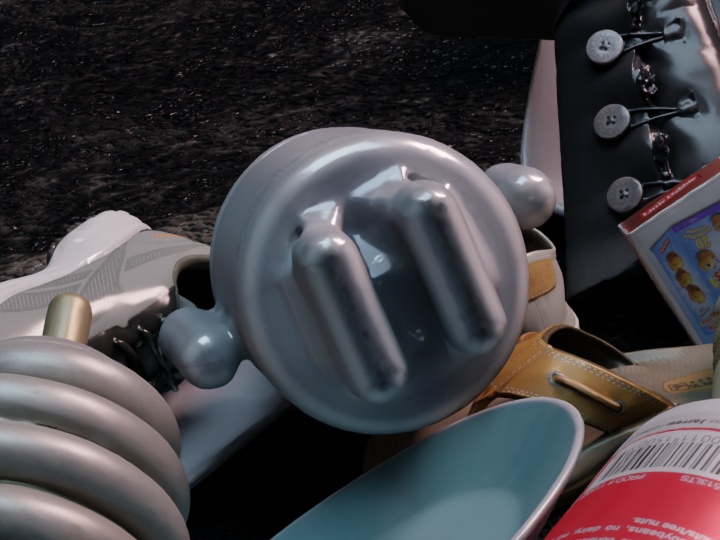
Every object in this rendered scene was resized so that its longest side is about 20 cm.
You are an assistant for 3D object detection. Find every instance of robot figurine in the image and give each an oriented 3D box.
[{"bbox_3d":[0.000,0.000,0.783,0.168,0.114,0.200,-22,8,-8],"label":"robot figurine"}]

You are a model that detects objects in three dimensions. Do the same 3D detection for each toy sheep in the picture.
[{"bbox_3d":[-0.123,0.086,0.686,0.137,0.138,0.201,-2,54,15],"label":"toy sheep"}]

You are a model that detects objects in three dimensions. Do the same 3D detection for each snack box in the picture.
[{"bbox_3d":[0.212,-0.044,0.831,0.199,0.072,0.024,-34,13,6],"label":"snack box"}]

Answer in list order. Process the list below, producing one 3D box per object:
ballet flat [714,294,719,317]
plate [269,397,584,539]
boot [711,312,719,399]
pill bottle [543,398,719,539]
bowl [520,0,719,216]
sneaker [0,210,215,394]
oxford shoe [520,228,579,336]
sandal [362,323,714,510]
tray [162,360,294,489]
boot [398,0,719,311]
[{"bbox_3d":[0.229,-0.034,0.799,0.198,0.063,0.067,-21,-16,0],"label":"ballet flat"},{"bbox_3d":[-0.003,0.113,0.653,0.199,0.026,0.200,-35,9,6],"label":"plate"},{"bbox_3d":[0.211,0.061,0.691,0.198,0.073,0.156,-4,35,24],"label":"boot"},{"bbox_3d":[0.080,0.131,0.561,0.111,0.113,0.200,9,31,32],"label":"pill bottle"},{"bbox_3d":[0.189,-0.102,0.957,0.198,0.202,0.074,8,-11,37],"label":"bowl"},{"bbox_3d":[-0.114,0.034,0.821,0.079,0.075,0.200,8,30,21],"label":"sneaker"},{"bbox_3d":[0.035,-0.010,0.927,0.075,0.058,0.200,-23,27,-21],"label":"oxford shoe"},{"bbox_3d":[0.094,0.048,0.791,0.198,0.054,0.080,-13,26,-9],"label":"sandal"},{"bbox_3d":[-0.121,0.058,0.878,0.199,0.022,0.107,11,33,35],"label":"tray"},{"bbox_3d":[0.100,-0.075,0.931,0.164,0.202,0.065,-19,-20,31],"label":"boot"}]
